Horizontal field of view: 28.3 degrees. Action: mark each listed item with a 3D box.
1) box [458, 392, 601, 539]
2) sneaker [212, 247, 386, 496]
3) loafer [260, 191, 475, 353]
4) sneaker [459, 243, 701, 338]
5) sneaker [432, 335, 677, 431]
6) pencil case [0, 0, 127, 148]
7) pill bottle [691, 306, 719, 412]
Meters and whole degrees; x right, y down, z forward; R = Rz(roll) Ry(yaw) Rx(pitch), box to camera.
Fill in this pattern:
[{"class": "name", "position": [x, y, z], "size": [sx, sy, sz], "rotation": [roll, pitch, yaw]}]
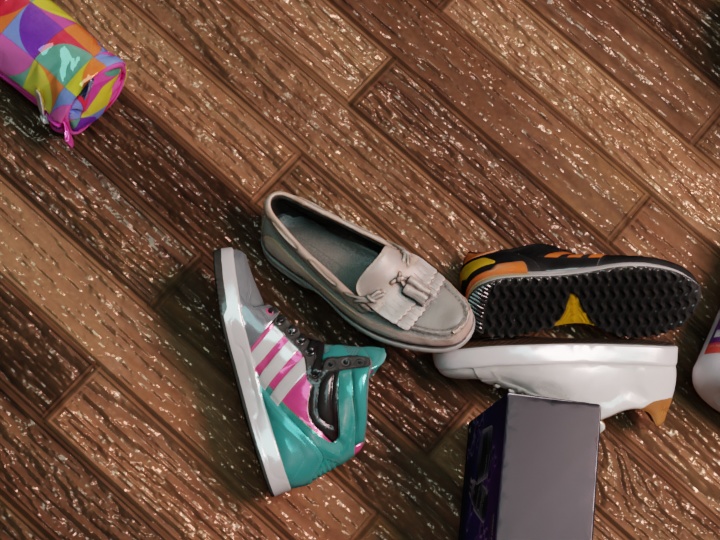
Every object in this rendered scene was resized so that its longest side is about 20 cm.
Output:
[{"class": "box", "position": [0.123, 0.207, 1.091], "size": [0.079, 0.141, 0.201], "rotation": [8, 73, -4]}, {"class": "sneaker", "position": [-0.043, 0.067, 1.134], "size": [0.120, 0.084, 0.201], "rotation": [-15, 85, -7]}, {"class": "loafer", "position": [0.000, 0.000, 1.141], "size": [0.200, 0.063, 0.072], "rotation": [28, 65, 21]}, {"class": "sneaker", "position": [0.180, 0.005, 1.186], "size": [0.199, 0.070, 0.090], "rotation": [-2, 33, -7]}, {"class": "sneaker", "position": [0.157, 0.097, 1.163], "size": [0.199, 0.073, 0.085], "rotation": [3, 95, 3]}, {"class": "pencil case", "position": [-0.285, -0.196, 1.176], "size": [0.200, 0.088, 0.088], "rotation": [41, 73, 6]}, {"class": "pill bottle", "position": [0.362, 0.030, 1.189], "size": [0.112, 0.112, 0.200], "rotation": [28, 73, 0]}]
